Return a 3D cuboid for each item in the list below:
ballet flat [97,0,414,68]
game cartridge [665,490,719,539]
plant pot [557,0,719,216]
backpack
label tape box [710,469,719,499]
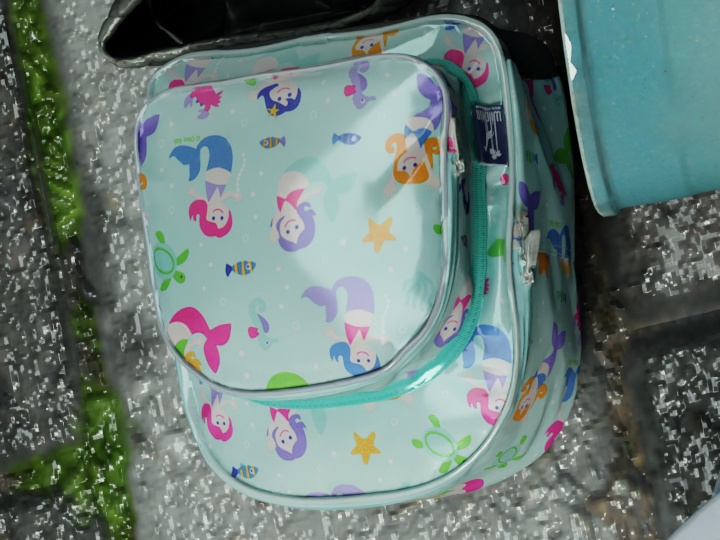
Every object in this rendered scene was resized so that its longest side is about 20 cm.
[{"bbox_3d":[-0.033,-0.120,1.259,0.200,0.057,0.067,-17,114,45],"label":"ballet flat"},{"bbox_3d":[0.195,0.124,1.118,0.200,0.041,0.133,-34,80,19],"label":"game cartridge"},{"bbox_3d":[0.175,-0.129,1.130,0.187,0.200,0.201,-5,86,9],"label":"plant pot"},{"bbox_3d":[0.000,0.000,1.228,0.177,0.150,0.201,-6,91,24],"label":"backpack"},{"bbox_3d":[0.199,0.153,1.169,0.143,0.066,0.201,18,98,24],"label":"label tape box"}]
